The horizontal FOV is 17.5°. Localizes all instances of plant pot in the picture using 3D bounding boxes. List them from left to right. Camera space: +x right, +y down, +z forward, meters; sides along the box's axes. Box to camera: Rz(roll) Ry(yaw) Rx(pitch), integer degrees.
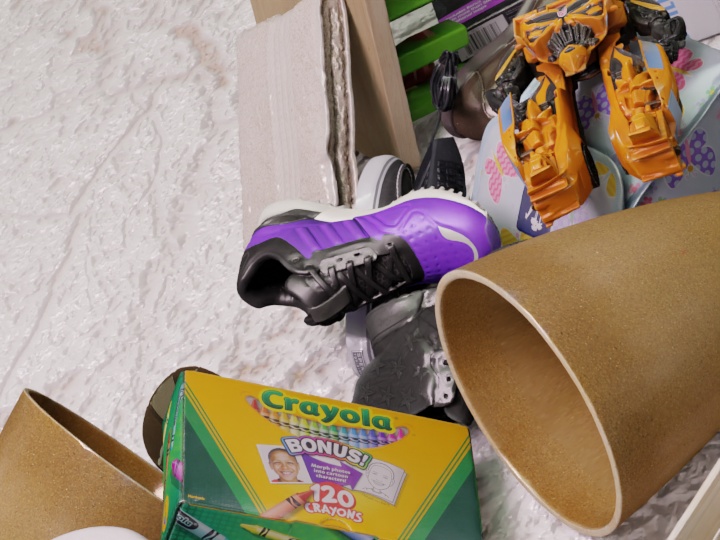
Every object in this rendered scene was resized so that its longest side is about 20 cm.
[{"bbox_3d":[-0.208,0.212,1.571,0.200,0.186,0.186,-54,39,-2],"label":"plant pot"},{"bbox_3d":[0.182,0.037,1.465,0.200,0.187,0.186,-29,34,-19],"label":"plant pot"}]

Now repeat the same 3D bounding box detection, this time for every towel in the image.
[{"bbox_3d":[-0.052,-0.106,1.793,0.132,0.034,0.200,-20,70,53],"label":"towel"}]

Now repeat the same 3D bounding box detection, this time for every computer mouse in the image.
[{"bbox_3d":[0.064,-0.091,1.714,0.034,0.059,0.200,16,48,-8],"label":"computer mouse"}]

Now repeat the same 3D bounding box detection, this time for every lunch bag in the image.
[{"bbox_3d":[0.178,-0.069,1.621,0.200,0.127,0.170,-50,38,-3],"label":"lunch bag"}]

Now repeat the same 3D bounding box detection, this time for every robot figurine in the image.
[{"bbox_3d":[0.151,-0.120,1.546,0.145,0.058,0.200,-22,39,14],"label":"robot figurine"}]

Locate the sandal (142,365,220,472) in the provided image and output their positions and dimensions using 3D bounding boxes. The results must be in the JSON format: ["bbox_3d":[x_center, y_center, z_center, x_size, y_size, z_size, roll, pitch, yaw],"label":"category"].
[{"bbox_3d":[-0.077,0.136,1.646,0.200,0.055,0.082,25,70,33],"label":"sandal"}]

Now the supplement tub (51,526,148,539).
[{"bbox_3d":[-0.135,0.267,1.415,0.144,0.200,0.145,-20,40,17],"label":"supplement tub"}]

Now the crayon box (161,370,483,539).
[{"bbox_3d":[-0.026,0.141,1.495,0.200,0.058,0.119,12,39,-14],"label":"crayon box"}]

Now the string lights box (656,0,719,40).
[{"bbox_3d":[0.239,-0.275,1.817,0.059,0.103,0.200,-19,40,17],"label":"string lights box"}]

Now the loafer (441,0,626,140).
[{"bbox_3d":[0.150,-0.167,1.803,0.200,0.073,0.071,-48,49,-11],"label":"loafer"}]

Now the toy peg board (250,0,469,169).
[{"bbox_3d":[0.001,-0.209,1.864,0.098,0.200,0.199,-27,32,-22],"label":"toy peg board"}]

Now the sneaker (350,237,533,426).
[{"bbox_3d":[0.069,0.058,1.571,0.200,0.060,0.104,-24,63,28],"label":"sneaker"}]

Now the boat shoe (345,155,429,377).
[{"bbox_3d":[0.032,-0.008,1.708,0.066,0.070,0.200,-9,43,18],"label":"boat shoe"}]

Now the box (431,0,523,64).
[{"bbox_3d":[0.120,-0.265,1.952,0.143,0.036,0.200,-27,36,9],"label":"box"}]

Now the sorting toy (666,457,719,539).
[{"bbox_3d":[0.289,0.141,1.333,0.180,0.107,0.200,18,59,38],"label":"sorting toy"}]

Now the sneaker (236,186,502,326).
[{"bbox_3d":[0.000,0.000,1.616,0.200,0.070,0.100,-3,36,32],"label":"sneaker"}]
